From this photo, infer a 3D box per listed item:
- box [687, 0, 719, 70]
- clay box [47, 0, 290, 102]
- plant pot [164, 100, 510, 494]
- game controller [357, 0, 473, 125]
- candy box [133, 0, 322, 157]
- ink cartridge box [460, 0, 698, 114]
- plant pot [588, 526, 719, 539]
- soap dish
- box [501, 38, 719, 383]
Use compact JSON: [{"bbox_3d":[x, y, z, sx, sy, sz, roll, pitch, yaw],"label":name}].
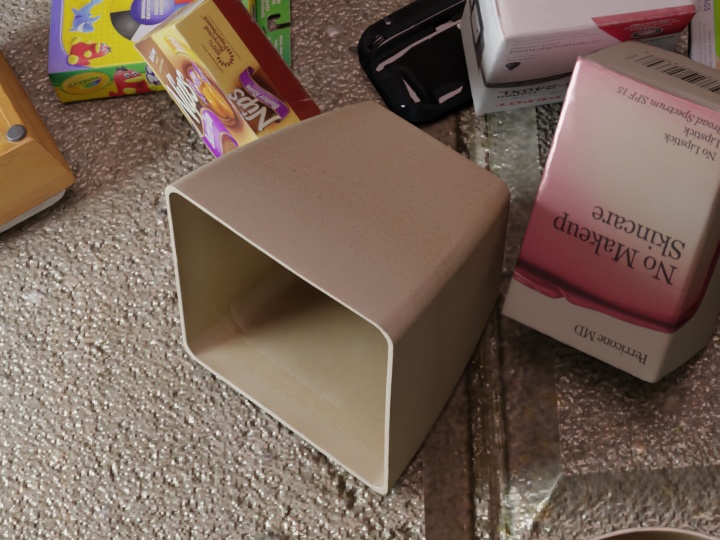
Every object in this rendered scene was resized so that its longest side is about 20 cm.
[{"bbox_3d":[0.351,-0.153,1.358,0.200,0.101,0.113,-1,59,9],"label":"box"},{"bbox_3d":[-0.161,-0.211,1.513,0.200,0.048,0.115,-7,59,6],"label":"clay box"},{"bbox_3d":[0.000,0.000,1.279,0.200,0.200,0.177,34,59,23],"label":"plant pot"},{"bbox_3d":[0.100,-0.196,1.472,0.200,0.042,0.104,-28,73,-7],"label":"game controller"},{"bbox_3d":[-0.105,-0.148,1.361,0.056,0.200,0.117,-39,102,-12],"label":"candy box"},{"bbox_3d":[0.158,-0.190,1.345,0.145,0.200,0.084,-9,80,-3],"label":"ink cartridge box"},{"bbox_3d":[0.186,0.277,1.105,0.200,0.135,0.201,-5,58,8],"label":"plant pot"},{"bbox_3d":[-0.344,-0.111,1.465,0.157,0.081,0.200,-30,58,-8],"label":"soap dish"},{"bbox_3d":[0.198,-0.044,1.249,0.128,0.200,0.109,25,24,23],"label":"box"}]
